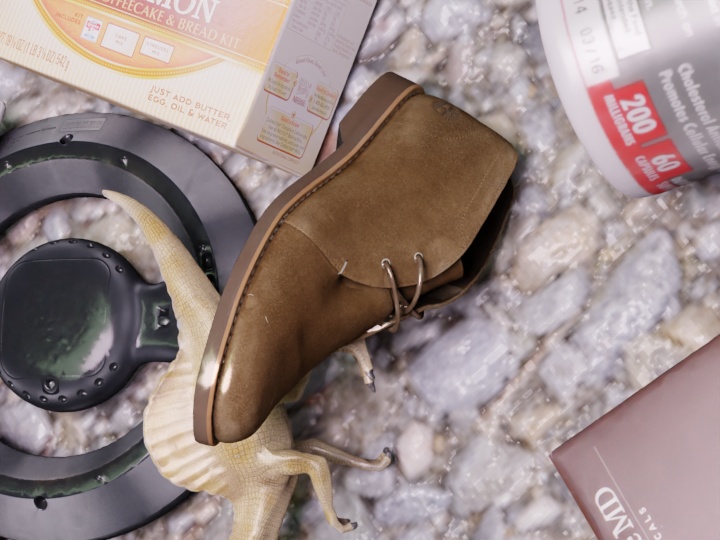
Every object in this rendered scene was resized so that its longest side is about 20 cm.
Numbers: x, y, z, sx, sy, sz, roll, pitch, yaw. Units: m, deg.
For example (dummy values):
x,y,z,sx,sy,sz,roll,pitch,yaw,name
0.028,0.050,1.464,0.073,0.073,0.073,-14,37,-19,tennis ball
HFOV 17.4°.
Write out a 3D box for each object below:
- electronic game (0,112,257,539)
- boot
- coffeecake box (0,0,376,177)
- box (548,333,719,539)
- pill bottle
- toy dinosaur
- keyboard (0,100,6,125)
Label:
x,y,z,sx,sy,sz,roll,pitch,yaw,name
-0.133,0.025,1.073,0.199,0.042,0.202,-4,76,18,electronic game
0.000,0.000,0.955,0.075,0.074,0.200,25,54,15,boot
-0.064,-0.164,1.055,0.153,0.073,0.201,22,91,28,coffeecake box
0.183,0.058,0.896,0.200,0.075,0.100,-38,67,18,box
0.177,-0.110,0.904,0.199,0.114,0.115,-19,73,23,pill bottle
-0.046,0.048,0.997,0.100,0.058,0.201,-15,85,-5,toy dinosaur
-0.250,-0.051,1.135,0.199,0.011,0.057,-2,59,36,keyboard
